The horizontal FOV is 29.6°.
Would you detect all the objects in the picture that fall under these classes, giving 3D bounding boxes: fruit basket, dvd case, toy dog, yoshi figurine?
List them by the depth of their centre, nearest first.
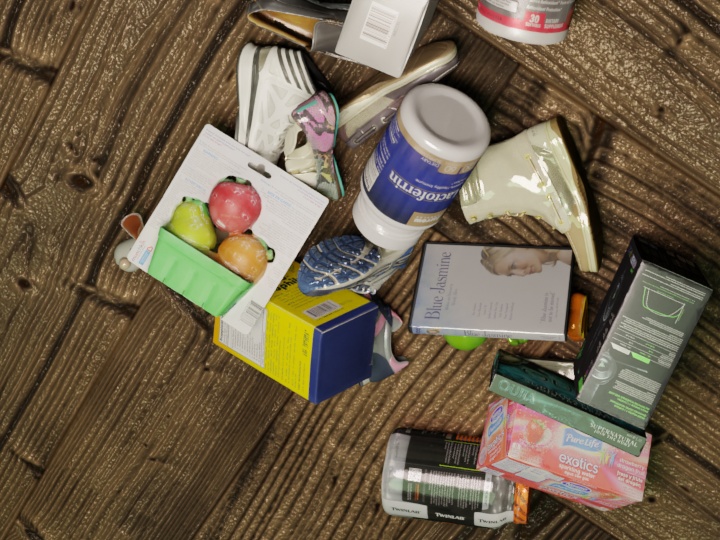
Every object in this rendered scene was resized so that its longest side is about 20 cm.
[{"bbox_3d":[-0.166,-0.051,1.708,0.185,0.094,0.201,31,87,3],"label":"fruit basket"},{"bbox_3d":[0.167,0.024,1.725,0.199,0.143,0.018,2,141,13],"label":"dvd case"},{"bbox_3d":[0.189,0.066,1.759,0.199,0.112,0.113,7,124,14],"label":"yoshi figurine"},{"bbox_3d":[-0.251,-0.044,1.817,0.132,0.096,0.200,35,119,-4],"label":"toy dog"}]

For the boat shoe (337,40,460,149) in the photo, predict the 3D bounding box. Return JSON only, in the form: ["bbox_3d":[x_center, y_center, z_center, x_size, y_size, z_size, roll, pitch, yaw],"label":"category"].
[{"bbox_3d":[0.047,-0.213,1.676,0.199,0.072,0.065,-28,112,28],"label":"boat shoe"}]

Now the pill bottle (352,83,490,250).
[{"bbox_3d":[0.068,-0.121,1.658,0.115,0.116,0.200,29,137,-2],"label":"pill bottle"}]

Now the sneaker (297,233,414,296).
[{"bbox_3d":[0.000,0.000,1.730,0.077,0.200,0.085,38,136,31],"label":"sneaker"}]

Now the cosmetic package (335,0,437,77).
[{"bbox_3d":[0.043,-0.310,1.554,0.090,0.200,0.107,23,122,4],"label":"cosmetic package"}]

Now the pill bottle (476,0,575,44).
[{"bbox_3d":[0.202,-0.366,1.535,0.110,0.111,0.201,14,119,7],"label":"pill bottle"}]

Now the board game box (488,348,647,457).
[{"bbox_3d":[0.257,0.162,1.706,0.199,0.135,0.028,24,102,2],"label":"board game box"}]

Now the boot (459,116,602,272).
[{"bbox_3d":[0.210,-0.077,1.701,0.154,0.072,0.201,-16,106,20],"label":"boot"}]

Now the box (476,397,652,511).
[{"bbox_3d":[0.266,0.236,1.782,0.199,0.095,0.103,19,158,-13],"label":"box"}]

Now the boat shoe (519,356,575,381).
[{"bbox_3d":[0.284,0.150,1.803,0.200,0.061,0.072,10,93,6],"label":"boat shoe"}]

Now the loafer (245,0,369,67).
[{"bbox_3d":[-0.046,-0.286,1.650,0.199,0.072,0.073,24,141,5],"label":"loafer"}]

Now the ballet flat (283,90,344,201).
[{"bbox_3d":[-0.060,-0.148,1.691,0.071,0.069,0.200,-18,152,-8],"label":"ballet flat"}]

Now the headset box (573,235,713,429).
[{"bbox_3d":[0.336,0.077,1.661,0.092,0.174,0.201,23,104,3],"label":"headset box"}]

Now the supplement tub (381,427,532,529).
[{"bbox_3d":[0.135,0.287,1.871,0.199,0.123,0.123,6,117,12],"label":"supplement tub"}]

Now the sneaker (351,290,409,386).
[{"bbox_3d":[0.011,0.052,1.829,0.082,0.070,0.201,-15,111,-8],"label":"sneaker"}]

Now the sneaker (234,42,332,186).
[{"bbox_3d":[-0.095,-0.183,1.720,0.115,0.076,0.202,6,115,13],"label":"sneaker"}]

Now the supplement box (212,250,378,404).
[{"bbox_3d":[-0.087,0.070,1.779,0.200,0.109,0.109,28,125,35],"label":"supplement box"}]
